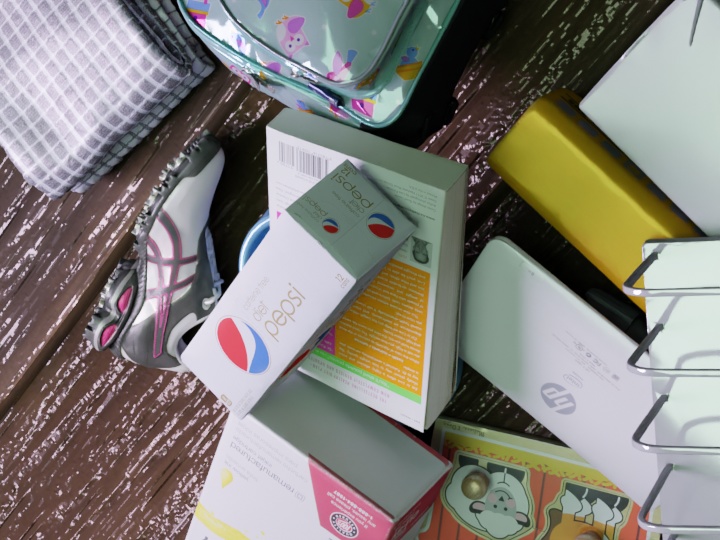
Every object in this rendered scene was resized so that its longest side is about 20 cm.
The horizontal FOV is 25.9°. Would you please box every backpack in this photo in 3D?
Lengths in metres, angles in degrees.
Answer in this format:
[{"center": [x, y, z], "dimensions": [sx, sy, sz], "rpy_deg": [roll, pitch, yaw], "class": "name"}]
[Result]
[{"center": [-0.022, -0.193, 1.038], "dimensions": [0.200, 0.153, 0.176], "rpy_deg": [27, 90, 23], "class": "backpack"}]

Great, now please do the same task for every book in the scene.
[{"center": [0.000, 0.000, 1.043], "dimensions": [0.134, 0.048, 0.200], "rpy_deg": [21, 134, 22], "class": "book"}]

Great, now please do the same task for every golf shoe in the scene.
[{"center": [-0.136, -0.014, 1.194], "dimensions": [0.088, 0.077, 0.200], "rpy_deg": [26, 115, -5], "class": "golf shoe"}]

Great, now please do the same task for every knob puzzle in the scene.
[{"center": [0.123, 0.221, 1.147], "dimensions": [0.219, 0.030, 0.220], "rpy_deg": [6, 105, 22], "class": "knob puzzle"}]

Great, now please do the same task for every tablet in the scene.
[{"center": [0.145, 0.073, 1.057], "dimensions": [0.200, 0.014, 0.130], "rpy_deg": [40, 143, 9], "class": "tablet"}]

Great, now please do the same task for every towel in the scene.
[{"center": [-0.231, -0.177, 1.179], "dimensions": [0.166, 0.086, 0.200], "rpy_deg": [-41, 84, 26], "class": "towel"}]

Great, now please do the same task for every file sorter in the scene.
[{"center": [0.233, 0.089, 0.922], "dimensions": [0.139, 0.125, 0.200], "rpy_deg": [-2, 102, 21], "class": "file sorter"}]

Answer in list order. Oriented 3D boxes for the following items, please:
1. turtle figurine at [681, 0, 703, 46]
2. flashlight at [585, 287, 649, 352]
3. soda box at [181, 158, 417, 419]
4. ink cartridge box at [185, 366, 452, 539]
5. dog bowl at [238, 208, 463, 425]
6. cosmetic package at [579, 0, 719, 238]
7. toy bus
[{"center": [0.283, -0.194, 0.905], "dimensions": [0.150, 0.101, 0.200], "rpy_deg": [32, 78, -1], "class": "turtle figurine"}, {"center": [0.231, 0.082, 1.050], "dimensions": [0.200, 0.068, 0.068], "rpy_deg": [33, 144, 18], "class": "flashlight"}, {"center": [-0.045, 0.017, 1.014], "dimensions": [0.064, 0.068, 0.200], "rpy_deg": [44, 140, 5], "class": "soda box"}, {"center": [-0.040, 0.184, 1.150], "dimensions": [0.145, 0.083, 0.200], "rpy_deg": [34, 131, 14], "class": "ink cartridge box"}, {"center": [-0.012, 0.032, 1.151], "dimensions": [0.111, 0.050, 0.200], "rpy_deg": [-39, 86, 26], "class": "dog bowl"}, {"center": [0.250, -0.079, 0.991], "dimensions": [0.200, 0.081, 0.113], "rpy_deg": [49, 116, 8], "class": "cosmetic package"}, {"center": [0.183, -0.031, 1.032], "dimensions": [0.200, 0.078, 0.065], "rpy_deg": [44, 116, 9], "class": "toy bus"}]
